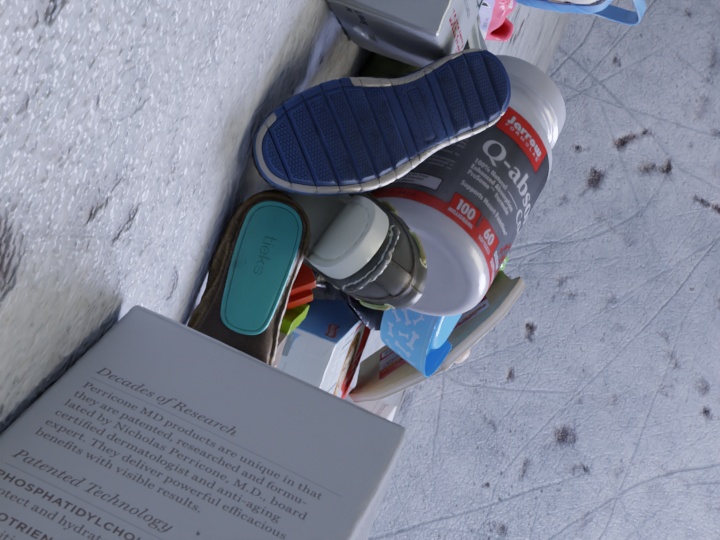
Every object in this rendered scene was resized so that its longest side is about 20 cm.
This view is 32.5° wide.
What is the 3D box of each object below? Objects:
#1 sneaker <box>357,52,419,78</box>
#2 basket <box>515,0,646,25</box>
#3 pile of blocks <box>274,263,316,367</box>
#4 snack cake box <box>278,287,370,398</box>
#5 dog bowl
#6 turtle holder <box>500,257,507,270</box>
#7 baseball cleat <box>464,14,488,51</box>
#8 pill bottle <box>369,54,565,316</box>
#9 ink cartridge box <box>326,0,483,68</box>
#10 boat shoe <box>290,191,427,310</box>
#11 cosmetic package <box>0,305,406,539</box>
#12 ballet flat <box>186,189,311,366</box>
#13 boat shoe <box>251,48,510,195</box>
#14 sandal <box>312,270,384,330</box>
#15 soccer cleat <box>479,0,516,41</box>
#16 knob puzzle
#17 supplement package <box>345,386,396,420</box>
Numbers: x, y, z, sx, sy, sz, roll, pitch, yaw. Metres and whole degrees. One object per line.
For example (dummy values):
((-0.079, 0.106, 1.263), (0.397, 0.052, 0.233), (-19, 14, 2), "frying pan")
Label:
((0.045, -0.211, 0.969), (0.201, 0.067, 0.090), (-56, 148, -9), "sneaker")
((0.198, -0.329, 1.267), (0.140, 0.176, 0.200), (-66, 153, -9), "basket")
((-0.075, 0.068, 0.897), (0.082, 0.062, 0.201), (53, 60, -81), "pile of blocks")
((-0.045, 0.079, 1.106), (0.200, 0.067, 0.116), (-41, 151, -73), "snack cake box")
((0.078, -0.003, 1.053), (0.200, 0.049, 0.112), (-55, 161, -33), "dog bowl")
((0.089, -0.036, 1.289), (0.132, 0.185, 0.141), (-47, 152, -16), "turtle holder")
((0.098, -0.180, 1.120), (0.107, 0.069, 0.201), (-61, 143, -64), "baseball cleat")
((0.082, -0.072, 0.965), (0.200, 0.115, 0.116), (-58, 168, -34), "pill bottle")
((0.060, -0.249, 0.853), (0.147, 0.083, 0.201), (13, 100, -81), "ink cartridge box")
((-0.008, -0.023, 0.840), (0.072, 0.060, 0.202), (-50, -159, 2), "boat shoe")
((-0.099, 0.157, 0.601), (0.200, 0.166, 0.168), (-53, 164, -58), "cosmetic package")
((-0.087, 0.043, 0.796), (0.072, 0.067, 0.201), (-157, -95, -79), "ballet flat")
((0.008, -0.091, 0.816), (0.199, 0.073, 0.072), (-19, -176, -32), "boat shoe")
((0.001, -0.001, 1.001), (0.075, 0.048, 0.200), (-51, 145, 1), "sandal")
((0.119, -0.276, 1.191), (0.200, 0.076, 0.067), (81, 29, -78), "soccer cleat")
((0.077, 0.074, 1.166), (0.219, 0.031, 0.220), (-34, -173, 5), "knob puzzle")
((-0.058, 0.215, 1.228), (0.200, 0.110, 0.157), (-48, 159, -68), "supplement package")
